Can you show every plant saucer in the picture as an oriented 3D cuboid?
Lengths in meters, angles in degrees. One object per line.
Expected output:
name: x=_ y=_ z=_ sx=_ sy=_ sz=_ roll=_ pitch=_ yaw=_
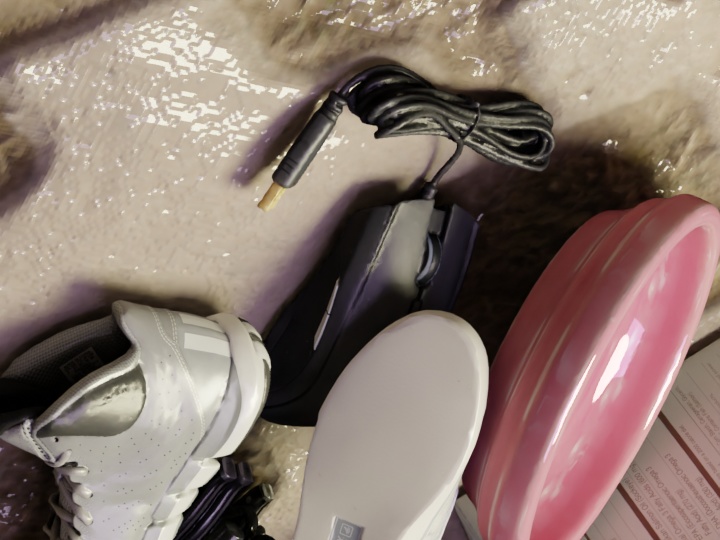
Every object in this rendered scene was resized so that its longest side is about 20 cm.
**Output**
plant saucer: x=0.106 y=0.050 z=1.152 sx=0.201 sy=0.051 sz=0.201 roll=-53 pitch=160 yaw=-29

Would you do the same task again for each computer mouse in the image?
computer mouse: x=0.000 y=0.000 z=1.085 sx=0.140 sy=0.046 sz=0.200 roll=17 pitch=118 yaw=-45

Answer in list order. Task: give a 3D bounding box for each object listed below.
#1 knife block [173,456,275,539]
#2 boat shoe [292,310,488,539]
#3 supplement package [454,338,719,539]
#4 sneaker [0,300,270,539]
knife block: x=-0.122 y=0.177 z=1.158 sx=0.199 sy=0.064 sz=0.176 roll=-18 pitch=136 yaw=-19
boat shoe: x=0.014 y=0.106 z=1.114 sx=0.068 sy=0.072 sz=0.201 roll=-35 pitch=141 yaw=-67
supplement package: x=0.169 y=0.141 z=1.286 sx=0.199 sy=0.118 sz=0.117 roll=-31 pitch=142 yaw=-5
sneaker: x=-0.133 y=0.094 z=1.074 sx=0.115 sy=0.075 sz=0.201 roll=18 pitch=107 yaw=-39
